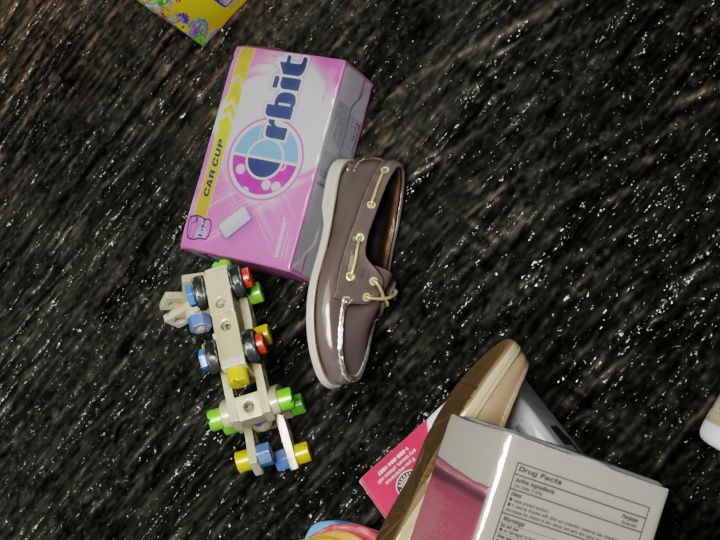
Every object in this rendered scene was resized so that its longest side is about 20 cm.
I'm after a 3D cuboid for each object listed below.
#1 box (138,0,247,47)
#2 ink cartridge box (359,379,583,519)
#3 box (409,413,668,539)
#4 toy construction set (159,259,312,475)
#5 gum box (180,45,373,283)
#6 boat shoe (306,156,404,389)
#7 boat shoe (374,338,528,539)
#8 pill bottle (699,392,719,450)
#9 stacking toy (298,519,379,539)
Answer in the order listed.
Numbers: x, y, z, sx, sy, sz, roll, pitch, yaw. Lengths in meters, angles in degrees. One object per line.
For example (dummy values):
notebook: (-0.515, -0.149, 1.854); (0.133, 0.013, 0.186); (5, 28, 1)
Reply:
box: (-0.204, -0.340, 1.317); (0.122, 0.192, 0.200); (-45, 64, 9)
ink cartridge box: (0.119, 0.196, 1.102); (0.145, 0.083, 0.200); (-42, 65, 10)
box: (0.102, 0.214, 0.970); (0.127, 0.109, 0.201); (21, 85, -17)
toy construction set: (-0.105, 0.069, 1.221); (0.092, 0.131, 0.201); (-29, 61, -3)
gum box: (-0.071, -0.099, 1.268); (0.113, 0.066, 0.201); (12, 83, 25)
boat shoe: (0.000, 0.000, 1.212); (0.059, 0.072, 0.201); (-2, 71, 27)
boat shoe: (0.077, 0.147, 1.055); (0.064, 0.071, 0.201); (30, 82, -6)
pill bottle: (0.335, 0.059, 1.018); (0.111, 0.111, 0.201); (30, 91, 27)
stacking toy: (-0.040, 0.245, 1.098); (0.115, 0.200, 0.110); (14, 84, 28)
